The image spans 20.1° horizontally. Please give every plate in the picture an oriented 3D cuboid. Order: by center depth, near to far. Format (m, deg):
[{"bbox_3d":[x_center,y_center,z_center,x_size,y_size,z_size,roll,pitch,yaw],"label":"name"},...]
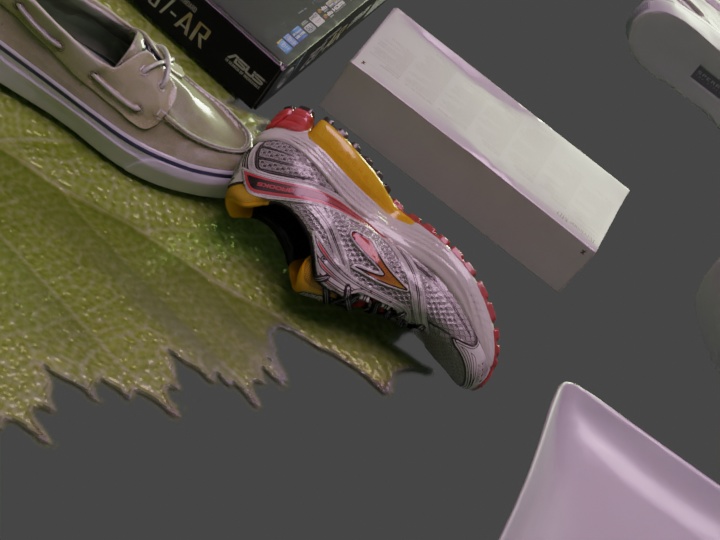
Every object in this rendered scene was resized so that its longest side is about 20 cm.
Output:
[{"bbox_3d":[0.167,0.184,1.184,0.199,0.032,0.200,35,41,-5],"label":"plate"}]

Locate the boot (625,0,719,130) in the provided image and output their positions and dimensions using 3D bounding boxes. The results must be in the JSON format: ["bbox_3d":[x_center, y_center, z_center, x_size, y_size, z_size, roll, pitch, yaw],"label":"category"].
[{"bbox_3d":[0.294,-0.146,1.549,0.200,0.074,0.096,43,36,-4],"label":"boot"}]

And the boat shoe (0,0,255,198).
[{"bbox_3d":[-0.140,-0.110,1.194,0.200,0.062,0.072,28,42,-15],"label":"boat shoe"}]

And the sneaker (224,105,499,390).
[{"bbox_3d":[0.000,0.000,1.207,0.200,0.078,0.082,44,69,-3],"label":"sneaker"}]

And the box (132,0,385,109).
[{"bbox_3d":[-0.072,-0.211,1.351,0.160,0.044,0.200,42,41,2],"label":"box"}]

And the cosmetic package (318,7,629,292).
[{"bbox_3d":[0.075,-0.079,1.338,0.200,0.051,0.083,38,38,-2],"label":"cosmetic package"}]

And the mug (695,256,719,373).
[{"bbox_3d":[0.301,0.045,1.300,0.175,0.148,0.200,48,5,23],"label":"mug"}]
